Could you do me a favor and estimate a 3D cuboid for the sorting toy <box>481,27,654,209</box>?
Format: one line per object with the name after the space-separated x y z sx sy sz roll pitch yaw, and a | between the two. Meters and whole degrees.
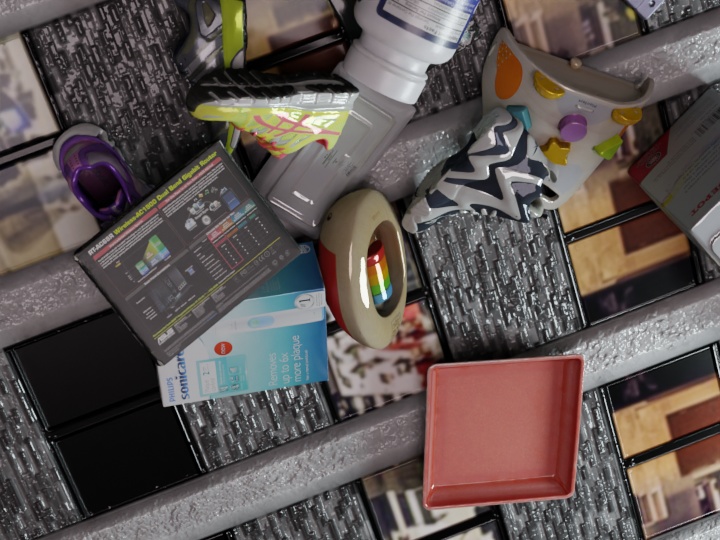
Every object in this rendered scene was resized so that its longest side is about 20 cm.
0.217 -0.153 1.771 0.198 0.108 0.181 15 128 -17 | sorting toy

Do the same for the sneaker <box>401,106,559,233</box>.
0.144 -0.080 1.745 0.129 0.080 0.199 38 122 -10 | sneaker

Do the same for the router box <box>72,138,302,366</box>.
-0.184 -0.019 1.640 0.199 0.062 0.150 -39 101 -7 | router box

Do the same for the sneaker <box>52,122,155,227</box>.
-0.256 -0.070 1.698 0.080 0.089 0.200 -43 115 7 | sneaker

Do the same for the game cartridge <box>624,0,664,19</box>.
0.342 -0.395 1.716 0.129 0.038 0.200 37 101 -27 | game cartridge

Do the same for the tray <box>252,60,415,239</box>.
-0.035 -0.128 1.739 0.107 0.022 0.201 29 113 -21 | tray

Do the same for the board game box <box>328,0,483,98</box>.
0.034 -0.308 1.690 0.134 0.028 0.201 -30 115 1 | board game box

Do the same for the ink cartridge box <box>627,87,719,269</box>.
0.430 -0.086 1.771 0.145 0.200 0.144 -44 114 9 | ink cartridge box

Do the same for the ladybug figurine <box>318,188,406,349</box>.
0.000 0.000 1.769 0.071 0.136 0.202 6 122 27 | ladybug figurine

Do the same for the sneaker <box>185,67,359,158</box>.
-0.094 -0.159 1.634 0.198 0.078 0.091 -1 120 -31 | sneaker

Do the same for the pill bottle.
0.061 -0.285 1.623 0.119 0.120 0.202 21 107 -19 | pill bottle

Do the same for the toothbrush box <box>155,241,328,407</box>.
-0.140 0.061 1.760 0.197 0.086 0.148 -7 132 -8 | toothbrush box

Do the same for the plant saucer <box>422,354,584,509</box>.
0.172 0.194 1.918 0.197 0.037 0.202 -4 113 -11 | plant saucer

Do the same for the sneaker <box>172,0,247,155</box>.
-0.162 -0.214 1.674 0.080 0.074 0.203 1 107 -1 | sneaker
